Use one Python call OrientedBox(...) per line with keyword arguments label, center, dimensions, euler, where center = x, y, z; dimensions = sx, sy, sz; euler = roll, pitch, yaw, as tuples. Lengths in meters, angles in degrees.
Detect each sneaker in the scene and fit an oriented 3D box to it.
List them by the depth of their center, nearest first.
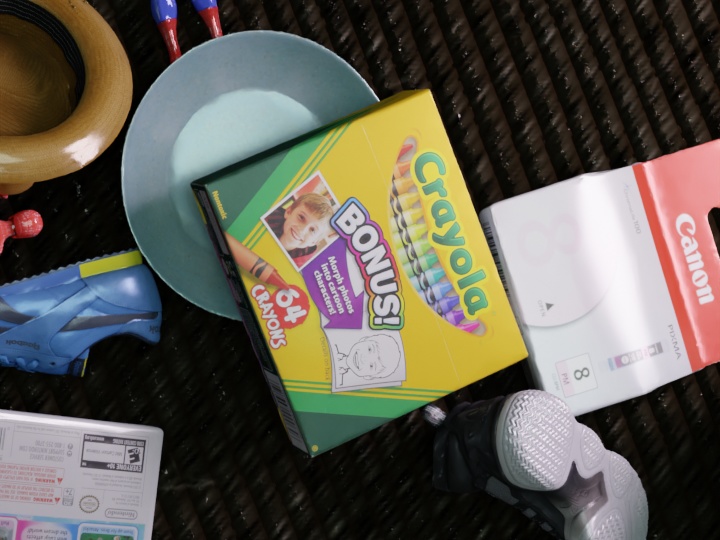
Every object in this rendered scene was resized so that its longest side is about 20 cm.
OrientedBox(label="sneaker", center=(-0.233, 0.044, 1.410), dimensions=(0.198, 0.066, 0.079), euler=(-14, 93, -10))
OrientedBox(label="sneaker", center=(0.122, 0.147, 1.463), dimensions=(0.200, 0.113, 0.076), euler=(49, 58, -38))

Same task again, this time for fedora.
OrientedBox(label="fedora", center=(-0.250, -0.117, 1.388), dimensions=(0.199, 0.082, 0.202), euler=(8, 49, -9))

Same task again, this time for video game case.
OrientedBox(label="video game case", center=(-0.229, 0.187, 1.380), dimensions=(0.199, 0.024, 0.184), euler=(10, 85, -37))

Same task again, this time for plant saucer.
OrientedBox(label="plant saucer", center=(-0.072, -0.066, 1.450), dimensions=(0.199, 0.039, 0.203), euler=(-1, 93, -15))

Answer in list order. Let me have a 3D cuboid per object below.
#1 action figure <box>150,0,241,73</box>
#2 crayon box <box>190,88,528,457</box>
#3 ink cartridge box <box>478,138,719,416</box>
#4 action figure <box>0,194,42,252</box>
OrientedBox(label="action figure", center=(-0.138, -0.238, 1.453), dimensions=(0.065, 0.052, 0.202), euler=(-18, 88, -7))
OrientedBox(label="crayon box", center=(0.000, 0.000, 1.422), dimensions=(0.171, 0.058, 0.201), euler=(-24, 100, -14))
OrientedBox(label="ink cartridge box", center=(0.201, 0.004, 1.497), dimensions=(0.198, 0.057, 0.164), euler=(-17, 90, -6))
OrientedBox(label="action figure", center=(-0.302, -0.012, 1.408), dimensions=(0.198, 0.099, 0.066), euler=(-13, 92, 12))
